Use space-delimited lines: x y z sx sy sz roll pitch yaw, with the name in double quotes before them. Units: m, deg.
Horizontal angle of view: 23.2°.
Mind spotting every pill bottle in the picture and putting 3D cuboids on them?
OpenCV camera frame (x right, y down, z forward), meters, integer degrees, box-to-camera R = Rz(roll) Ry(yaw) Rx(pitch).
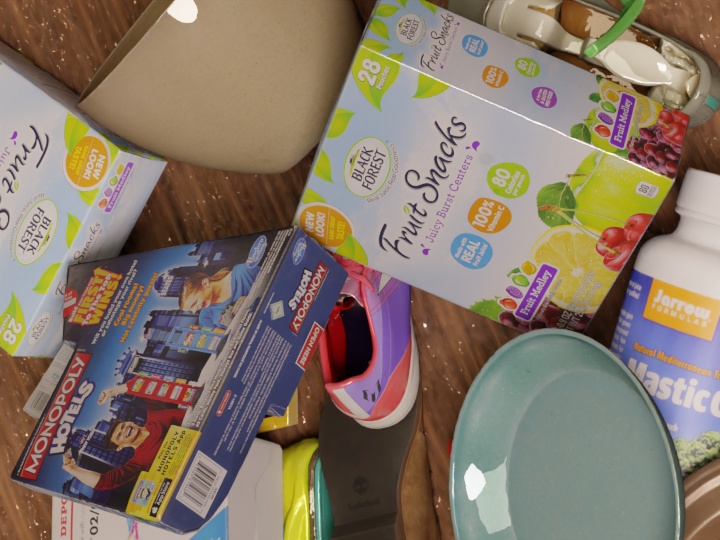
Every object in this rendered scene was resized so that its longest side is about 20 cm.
"pill bottle" 0.211 0.044 1.075 0.111 0.112 0.202 17 97 20

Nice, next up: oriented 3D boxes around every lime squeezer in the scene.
"lime squeezer" 0.169 -0.197 1.101 0.037 0.071 0.202 -21 47 31

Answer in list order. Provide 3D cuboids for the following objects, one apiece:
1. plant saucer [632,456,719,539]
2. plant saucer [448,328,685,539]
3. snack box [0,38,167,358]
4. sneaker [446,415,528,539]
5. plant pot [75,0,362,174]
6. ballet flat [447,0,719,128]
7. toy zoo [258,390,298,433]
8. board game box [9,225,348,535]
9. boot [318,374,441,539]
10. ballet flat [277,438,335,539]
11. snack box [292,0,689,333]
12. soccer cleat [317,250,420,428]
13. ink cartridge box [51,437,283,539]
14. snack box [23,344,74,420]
"plant saucer" 0.253 0.192 1.045 0.197 0.030 0.202 -2 117 -4
"plant saucer" 0.128 0.135 1.044 0.199 0.036 0.203 1 92 54
"snack box" -0.260 -0.060 1.268 0.199 0.068 0.170 34 102 24
"sneaker" 0.125 0.174 1.135 0.085 0.077 0.201 -41 66 21
"plant pot" -0.074 -0.142 1.159 0.134 0.201 0.200 41 105 -14
"ballet flat" 0.140 -0.149 1.128 0.198 0.064 0.068 25 98 19
"toy zoo" -0.121 0.060 1.250 0.198 0.020 0.133 -14 85 21
"board game box" -0.132 0.064 1.125 0.198 0.062 0.202 7 64 44
"boot" 0.020 0.139 1.178 0.073 0.075 0.203 -10 68 30
"ballet flat" -0.038 0.217 1.199 0.066 0.067 0.203 -7 81 33
"snack box" 0.074 -0.058 1.073 0.198 0.068 0.169 23 137 0
"soccer cleat" 0.000 0.000 1.156 0.067 0.073 0.202 -12 67 23
"ink cartridge box" -0.149 0.184 1.203 0.198 0.068 0.117 -14 69 33
"snack box" -0.151 0.096 1.180 0.199 0.024 0.072 19 72 46
